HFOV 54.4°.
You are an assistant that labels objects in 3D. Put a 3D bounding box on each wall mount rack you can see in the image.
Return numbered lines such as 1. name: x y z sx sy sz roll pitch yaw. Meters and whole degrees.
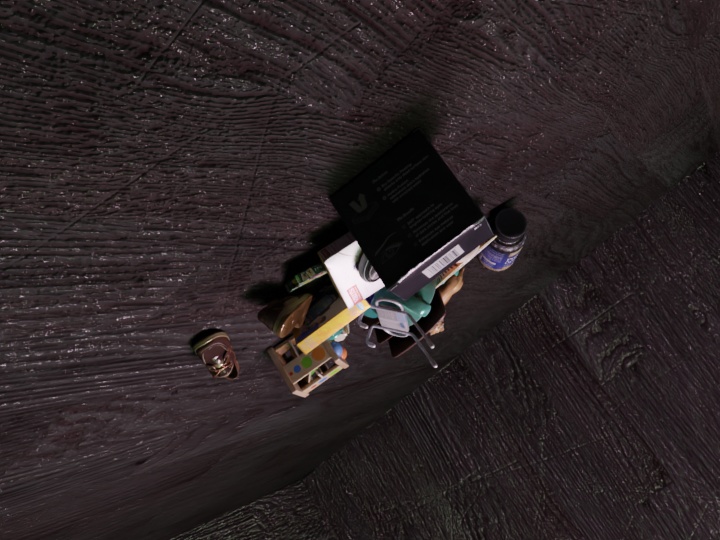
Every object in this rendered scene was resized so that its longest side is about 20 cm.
1. wall mount rack: 0.088 0.137 1.518 0.201 0.172 0.075 71 35 -61

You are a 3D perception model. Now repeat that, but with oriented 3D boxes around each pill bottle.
1. pill bottle: 0.379 -0.083 1.870 0.111 0.112 0.200 -30 162 -13

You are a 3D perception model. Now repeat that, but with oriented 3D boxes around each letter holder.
1. letter holder: 0.105 0.108 1.779 0.100 0.143 0.200 26 123 -34

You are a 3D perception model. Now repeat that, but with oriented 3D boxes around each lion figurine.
1. lion figurine: 0.214 0.060 1.800 0.072 0.123 0.202 19 115 -15

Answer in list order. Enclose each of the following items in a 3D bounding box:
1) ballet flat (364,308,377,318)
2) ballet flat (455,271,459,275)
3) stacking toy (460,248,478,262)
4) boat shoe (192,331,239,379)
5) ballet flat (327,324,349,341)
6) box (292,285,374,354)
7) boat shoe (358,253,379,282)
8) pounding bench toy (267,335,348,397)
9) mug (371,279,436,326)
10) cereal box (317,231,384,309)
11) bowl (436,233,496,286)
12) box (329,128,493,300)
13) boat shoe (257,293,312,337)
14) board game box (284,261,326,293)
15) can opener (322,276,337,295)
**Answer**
1. ballet flat: -0.005 0.071 1.670 0.067 0.064 0.200 -35 157 15
2. ballet flat: 0.180 0.036 1.897 0.199 0.068 0.070 -38 137 13
3. stacking toy: 0.161 -0.067 1.560 0.145 0.148 0.200 -23 177 -31
4. boat shoe: -0.287 0.184 1.443 0.072 0.072 0.200 -30 162 -12
5. ballet flat: -0.059 0.131 1.636 0.067 0.071 0.200 -28 179 8
6. box: -0.061 0.080 1.511 0.199 0.119 0.042 -38 122 7
7. boat shoe: 0.074 -0.052 1.285 0.200 0.057 0.068 -49 131 7
8. pounding bench toy: -0.113 0.219 1.753 0.155 0.125 0.200 -34 162 0
9. mug: 0.090 0.034 1.581 0.185 0.114 0.154 -25 -138 58
10. cereal box: 0.029 -0.031 1.339 0.199 0.040 0.145 -34 134 -7
11. bowl: 0.220 -0.052 1.672 0.200 0.094 0.201 -39 173 -6
12. box: 0.088 -0.092 1.194 0.196 0.201 0.117 -36 160 9
13. boat shoe: -0.153 0.078 1.412 0.200 0.071 0.073 -41 153 -72
14. board game box: -0.052 -0.016 1.389 0.199 0.024 0.105 -28 180 -20
15. can opener: 0.000 0.000 1.462 0.199 0.079 0.064 -24 -152 35
